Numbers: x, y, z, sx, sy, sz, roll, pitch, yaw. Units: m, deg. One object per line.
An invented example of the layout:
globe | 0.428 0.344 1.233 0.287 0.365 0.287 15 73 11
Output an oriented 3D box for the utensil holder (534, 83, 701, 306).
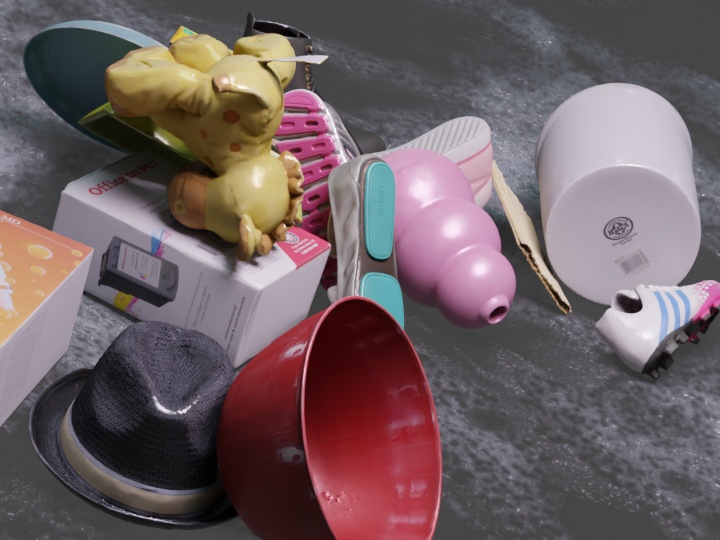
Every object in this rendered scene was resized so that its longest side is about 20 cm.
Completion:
utensil holder | 0.265 -0.079 2.058 0.168 0.171 0.200 18 26 -4

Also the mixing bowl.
mixing bowl | -0.034 0.126 1.429 0.107 0.202 0.200 -11 11 27

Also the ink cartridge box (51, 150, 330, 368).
ink cartridge box | -0.147 -0.013 1.712 0.199 0.086 0.147 25 25 17

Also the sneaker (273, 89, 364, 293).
sneaker | -0.022 -0.070 1.836 0.073 0.202 0.087 -19 1 17

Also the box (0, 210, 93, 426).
box | -0.296 0.037 1.482 0.123 0.098 0.200 21 24 4

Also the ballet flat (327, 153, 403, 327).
ballet flat | 0.000 0.000 1.748 0.063 0.202 0.067 -11 -16 40

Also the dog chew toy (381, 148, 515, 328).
dog chew toy | 0.074 -0.023 1.868 0.124 0.125 0.200 -3 41 -40

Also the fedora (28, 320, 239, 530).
fedora | -0.148 0.100 1.468 0.199 0.092 0.201 16 25 -7

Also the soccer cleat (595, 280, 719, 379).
soccer cleat | 0.295 0.038 1.949 0.086 0.070 0.200 39 30 14

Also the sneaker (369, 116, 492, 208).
sneaker | 0.048 -0.071 2.009 0.199 0.105 0.075 -24 37 -15

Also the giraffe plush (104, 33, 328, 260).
giraffe plush | -0.106 -0.099 1.647 0.199 0.164 0.172 10 23 39

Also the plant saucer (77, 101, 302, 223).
plant saucer | -0.148 -0.110 1.804 0.199 0.048 0.200 29 -6 -14

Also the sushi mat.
sushi mat | 0.168 -0.037 2.023 0.096 0.012 0.200 55 10 -28

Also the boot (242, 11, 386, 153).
boot | -0.047 -0.180 2.065 0.198 0.139 0.078 9 26 -25

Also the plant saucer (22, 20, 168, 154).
plant saucer | -0.220 -0.172 1.878 0.198 0.201 0.028 21 63 3

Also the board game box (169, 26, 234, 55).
board game box | -0.133 -0.146 1.913 0.095 0.201 0.030 27 64 14
